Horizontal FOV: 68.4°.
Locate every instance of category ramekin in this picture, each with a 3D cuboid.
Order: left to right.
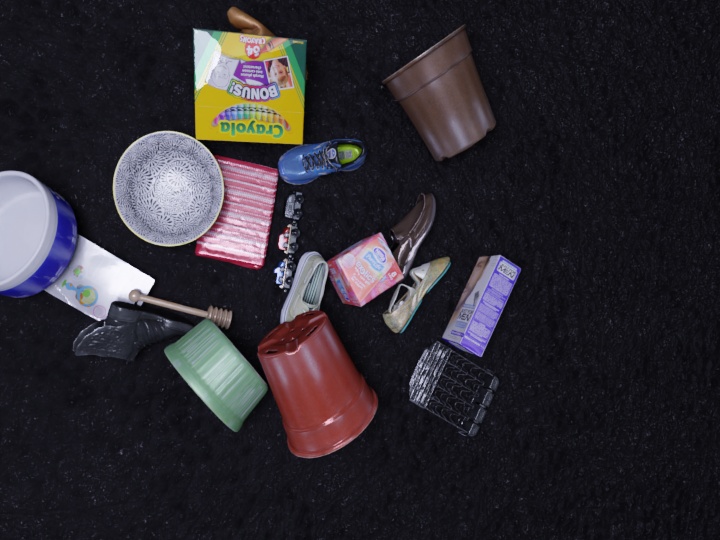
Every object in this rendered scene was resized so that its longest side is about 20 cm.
[{"bbox_3d":[-0.260,0.187,0.981,0.097,0.199,0.202,-42,98,-17],"label":"ramekin"}]

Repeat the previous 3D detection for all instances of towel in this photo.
[{"bbox_3d":[-0.248,-0.116,1.069,0.139,0.022,0.209,10,86,-11],"label":"towel"}]

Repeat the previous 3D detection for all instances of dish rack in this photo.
[{"bbox_3d":[0.200,0.256,1.160,0.196,0.054,0.157,30,82,-10],"label":"dish rack"}]

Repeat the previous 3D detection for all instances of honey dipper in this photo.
[{"bbox_3d":[-0.345,0.073,1.020,0.193,0.038,0.040,17,86,-23],"label":"honey dipper"}]

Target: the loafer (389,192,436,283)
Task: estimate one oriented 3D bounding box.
[{"bbox_3d":[0.099,-0.078,1.122,0.069,0.073,0.206,25,84,-13],"label":"loafer"}]

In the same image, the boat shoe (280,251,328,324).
[{"bbox_3d":[-0.113,0.066,1.062,0.070,0.062,0.208,8,100,-28],"label":"boat shoe"}]

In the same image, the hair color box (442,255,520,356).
[{"bbox_3d":[0.258,0.073,1.143,0.063,0.109,0.205,29,83,-10],"label":"hair color box"}]

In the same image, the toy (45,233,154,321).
[{"bbox_3d":[-0.501,0.016,0.995,0.197,0.047,0.118,33,84,-17],"label":"toy"}]

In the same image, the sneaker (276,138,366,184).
[{"bbox_3d":[-0.076,-0.231,1.074,0.193,0.089,0.082,-18,93,-12],"label":"sneaker"}]

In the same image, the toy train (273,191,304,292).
[{"bbox_3d":[-0.149,-0.059,1.085,0.044,0.034,0.209,7,89,-11],"label":"toy train"}]

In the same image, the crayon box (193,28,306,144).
[{"bbox_3d":[-0.197,-0.324,0.948,0.192,0.058,0.180,-1,110,-16],"label":"crayon box"}]

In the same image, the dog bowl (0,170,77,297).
[{"bbox_3d":[-0.600,-0.061,0.917,0.191,0.079,0.209,-2,75,8],"label":"dog bowl"}]

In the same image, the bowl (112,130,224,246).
[{"bbox_3d":[-0.356,-0.149,1.005,0.192,0.094,0.210,0,91,-13],"label":"bowl"}]

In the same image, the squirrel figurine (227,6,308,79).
[{"bbox_3d":[-0.201,-0.352,1.023,0.195,0.141,0.192,26,91,-9],"label":"squirrel figurine"}]

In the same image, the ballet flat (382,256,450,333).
[{"bbox_3d":[0.117,0.037,1.132,0.070,0.071,0.202,38,84,-10],"label":"ballet flat"}]

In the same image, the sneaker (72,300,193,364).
[{"bbox_3d":[-0.416,0.123,0.986,0.196,0.059,0.108,22,90,-42],"label":"sneaker"}]

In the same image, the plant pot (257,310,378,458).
[{"bbox_3d":[-0.090,0.199,0.996,0.196,0.200,0.201,-28,108,-11],"label":"plant pot"}]

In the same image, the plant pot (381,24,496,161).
[{"bbox_3d":[0.173,-0.352,1.087,0.197,0.200,0.202,-35,104,-10],"label":"plant pot"}]

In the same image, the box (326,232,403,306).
[{"bbox_3d":[0.000,0.000,1.035,0.101,0.200,0.097,-31,95,-12],"label":"box"}]
